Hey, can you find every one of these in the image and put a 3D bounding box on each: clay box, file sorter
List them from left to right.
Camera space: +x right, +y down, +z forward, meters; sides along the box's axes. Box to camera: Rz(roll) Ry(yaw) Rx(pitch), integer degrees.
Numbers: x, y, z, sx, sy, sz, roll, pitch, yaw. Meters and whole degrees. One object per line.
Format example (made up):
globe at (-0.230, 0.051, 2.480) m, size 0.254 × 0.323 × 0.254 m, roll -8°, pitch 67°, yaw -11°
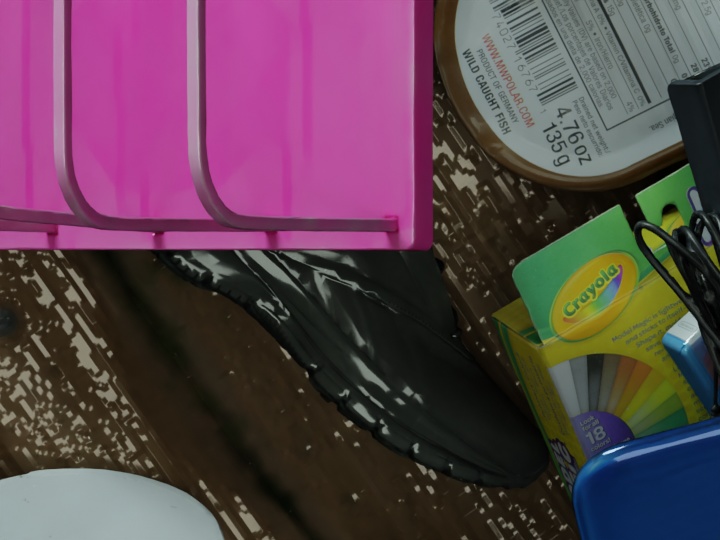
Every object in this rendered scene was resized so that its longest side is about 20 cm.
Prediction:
file sorter at (-0.093, -0.077, 0.677) m, size 0.199 × 0.125 × 0.140 m, roll 0°, pitch 90°, yaw 32°
clay box at (0.128, 0.054, 0.779) m, size 0.114 × 0.048 × 0.201 m, roll -29°, pitch 111°, yaw -12°

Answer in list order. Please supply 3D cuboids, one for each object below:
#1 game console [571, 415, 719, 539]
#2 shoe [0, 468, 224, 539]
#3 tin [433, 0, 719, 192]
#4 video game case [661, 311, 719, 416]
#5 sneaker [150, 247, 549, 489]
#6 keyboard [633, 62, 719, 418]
game console at (0.165, 0.085, 0.712) m, size 0.118 × 0.171 × 0.201 m, roll 5°, pitch 131°, yaw 27°
shoe at (-0.148, 0.136, 0.779) m, size 0.199 × 0.072 × 0.091 m, roll -10°, pitch 136°, yaw -26°
tin at (0.116, -0.099, 0.750) m, size 0.199 × 0.042 × 0.112 m, roll -26°, pitch 97°, yaw 28°
video game case at (0.215, 0.011, 0.768) m, size 0.200 × 0.018 × 0.143 m, roll -41°, pitch 114°, yaw -10°
sneaker at (0.000, 0.000, 0.778) m, size 0.200 × 0.076 × 0.091 m, roll 42°, pitch 86°, yaw -9°
keyboard at (0.158, 0.021, 0.714) m, size 0.104 × 0.040 × 0.201 m, roll -27°, pitch 111°, yaw -15°
